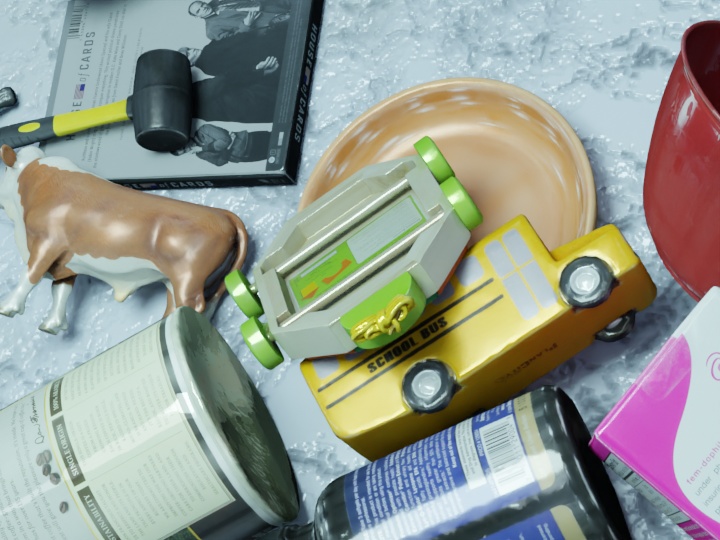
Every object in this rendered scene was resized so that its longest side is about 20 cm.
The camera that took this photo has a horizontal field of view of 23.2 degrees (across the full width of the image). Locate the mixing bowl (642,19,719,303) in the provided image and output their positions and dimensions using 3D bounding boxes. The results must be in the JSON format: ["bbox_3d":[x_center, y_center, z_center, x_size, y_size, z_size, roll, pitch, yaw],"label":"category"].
[{"bbox_3d":[0.231,-0.035,0.974,0.201,0.199,0.109,55,126,31],"label":"mixing bowl"}]

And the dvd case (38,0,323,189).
[{"bbox_3d":[-0.130,-0.129,1.239,0.199,0.025,0.151,-1,68,22],"label":"dvd case"}]

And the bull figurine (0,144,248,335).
[{"bbox_3d":[-0.176,-0.014,1.175,0.199,0.065,0.122,12,78,18],"label":"bull figurine"}]

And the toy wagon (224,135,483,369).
[{"bbox_3d":[0.000,0.000,1.023,0.155,0.040,0.200,-35,27,5],"label":"toy wagon"}]

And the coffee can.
[{"bbox_3d":[-0.158,0.132,1.064,0.199,0.146,0.147,-29,60,8],"label":"coffee can"}]

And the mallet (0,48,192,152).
[{"bbox_3d":[-0.205,-0.112,1.230,0.199,0.041,0.066,-3,69,25],"label":"mallet"}]

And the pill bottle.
[{"bbox_3d":[0.044,0.153,0.993,0.199,0.112,0.112,-25,61,10],"label":"pill bottle"}]

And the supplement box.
[{"bbox_3d":[0.225,0.114,0.909,0.200,0.103,0.101,41,86,9],"label":"supplement box"}]

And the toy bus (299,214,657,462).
[{"bbox_3d":[0.070,0.036,1.020,0.199,0.065,0.079,-34,60,7],"label":"toy bus"}]

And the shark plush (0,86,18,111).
[{"bbox_3d":[-0.353,-0.096,1.294,0.199,0.091,0.083,-35,29,10],"label":"shark plush"}]

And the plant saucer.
[{"bbox_3d":[0.055,-0.026,1.111,0.199,0.037,0.201,-9,64,18],"label":"plant saucer"}]
